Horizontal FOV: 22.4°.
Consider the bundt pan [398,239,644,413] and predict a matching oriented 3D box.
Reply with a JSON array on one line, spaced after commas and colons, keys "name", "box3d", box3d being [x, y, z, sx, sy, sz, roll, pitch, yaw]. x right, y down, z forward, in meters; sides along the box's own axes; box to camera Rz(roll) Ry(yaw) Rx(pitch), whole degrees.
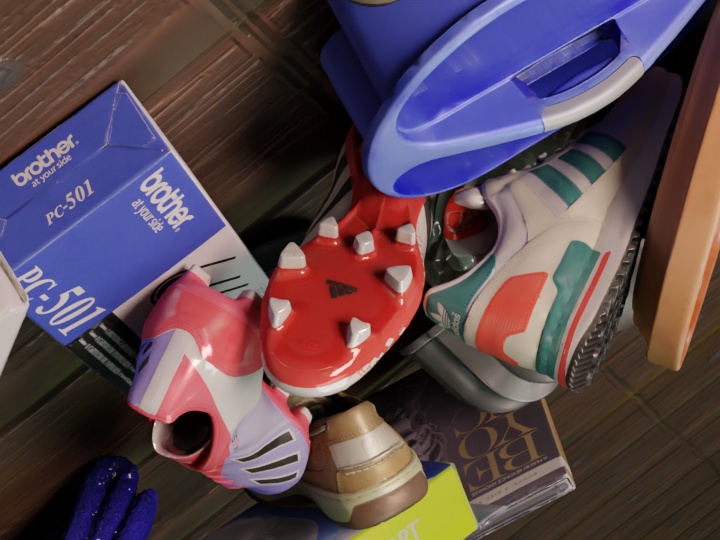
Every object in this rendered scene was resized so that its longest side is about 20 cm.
[{"name": "bundt pan", "box3d": [0.122, 0.012, 1.079, 0.202, 0.076, 0.202, -40, 178, -2]}]

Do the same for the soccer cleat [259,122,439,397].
[{"name": "soccer cleat", "box3d": [0.000, 0.000, 0.851, 0.201, 0.068, 0.086, -72, 170, -48]}]

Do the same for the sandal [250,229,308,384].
[{"name": "sandal", "box3d": [-0.055, 0.044, 1.011, 0.076, 0.043, 0.201, -22, 155, -31]}]

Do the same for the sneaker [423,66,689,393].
[{"name": "sneaker", "box3d": [0.092, -0.035, 0.851, 0.071, 0.093, 0.201, 93, 18, -49]}]

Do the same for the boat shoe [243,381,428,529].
[{"name": "boat shoe", "box3d": [-0.026, 0.087, 1.011, 0.071, 0.077, 0.200, -29, -168, -24]}]

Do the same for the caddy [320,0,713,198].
[{"name": "caddy", "box3d": [0.074, -0.110, 0.796, 0.199, 0.105, 0.142, -31, 159, -13]}]

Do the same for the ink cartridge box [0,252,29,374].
[{"name": "ink cartridge box", "box3d": [-0.231, 0.059, 0.717, 0.144, 0.085, 0.200, -19, 154, -38]}]

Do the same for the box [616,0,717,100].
[{"name": "box", "box3d": [0.245, -0.136, 1.011, 0.200, 0.079, 0.141, -42, 169, 14]}]

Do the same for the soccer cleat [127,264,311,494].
[{"name": "soccer cleat", "box3d": [-0.070, 0.071, 0.871, 0.077, 0.066, 0.200, -59, 162, -22]}]

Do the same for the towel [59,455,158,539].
[{"name": "towel", "box3d": [-0.174, 0.218, 1.082, 0.201, 0.049, 0.148, 116, -8, -48]}]

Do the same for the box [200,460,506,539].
[{"name": "box", "box3d": [-0.029, 0.159, 1.006, 0.199, 0.048, 0.121, -31, -164, -34]}]

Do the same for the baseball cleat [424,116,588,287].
[{"name": "baseball cleat", "box3d": [0.086, -0.070, 0.980, 0.106, 0.070, 0.200, -38, 168, -36]}]

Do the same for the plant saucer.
[{"name": "plant saucer", "box3d": [0.165, -0.053, 0.860, 0.200, 0.032, 0.202, 18, 90, -78]}]

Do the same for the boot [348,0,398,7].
[{"name": "boot", "box3d": [0.025, -0.180, 0.632, 0.200, 0.074, 0.150, -39, 159, 23]}]

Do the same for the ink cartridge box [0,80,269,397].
[{"name": "ink cartridge box", "box3d": [-0.105, -0.005, 0.829, 0.094, 0.044, 0.200, -36, 159, -3]}]

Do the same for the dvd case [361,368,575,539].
[{"name": "dvd case", "box3d": [0.049, 0.113, 1.140, 0.148, 0.016, 0.200, -28, -155, 8]}]
